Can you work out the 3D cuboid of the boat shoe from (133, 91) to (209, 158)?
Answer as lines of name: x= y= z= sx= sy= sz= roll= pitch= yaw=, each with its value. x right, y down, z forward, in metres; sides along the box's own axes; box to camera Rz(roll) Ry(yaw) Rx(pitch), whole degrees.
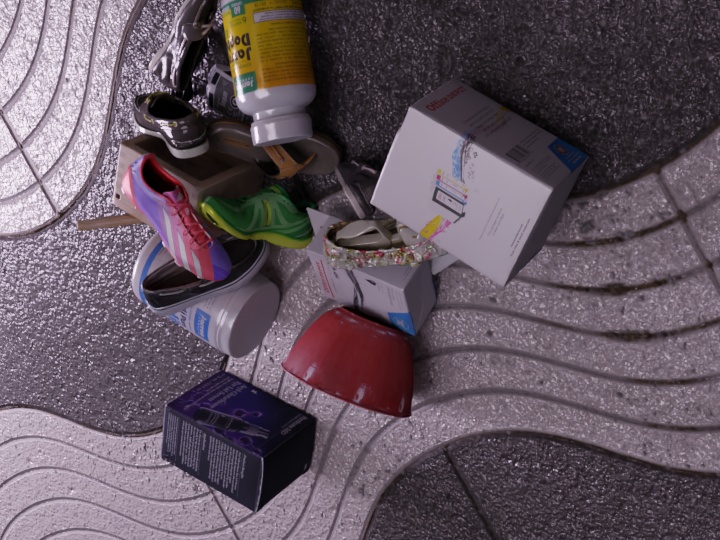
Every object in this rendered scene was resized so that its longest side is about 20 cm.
boat shoe: x=-0.274 y=-0.223 z=1.749 sx=0.201 sy=0.071 sz=0.061 roll=37 pitch=143 yaw=49

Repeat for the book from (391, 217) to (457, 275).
book: x=0.135 y=-0.098 z=1.613 sx=0.199 sy=0.048 sz=0.135 roll=-35 pitch=90 yaw=36

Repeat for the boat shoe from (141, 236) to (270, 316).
boat shoe: x=-0.221 y=-0.001 z=1.762 sx=0.073 sy=0.198 sz=0.071 roll=56 pitch=174 yaw=27

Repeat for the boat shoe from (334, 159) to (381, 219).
boat shoe: x=0.006 y=-0.113 z=1.631 sx=0.056 sy=0.200 sz=0.068 roll=-29 pitch=105 yaw=2

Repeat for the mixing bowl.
mixing bowl: x=-0.001 y=0.118 z=1.719 sx=0.198 sy=0.199 sz=0.110 roll=23 pitch=95 yaw=25

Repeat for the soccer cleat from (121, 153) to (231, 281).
soccer cleat: x=-0.244 y=-0.070 z=1.665 sx=0.200 sy=0.067 sz=0.076 roll=49 pitch=139 yaw=-1

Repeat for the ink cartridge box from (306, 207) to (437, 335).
ink cartridge box: x=0.000 y=0.000 z=1.697 sx=0.198 sy=0.068 sz=0.117 roll=23 pitch=153 yaw=26

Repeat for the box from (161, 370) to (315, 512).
box: x=-0.191 y=0.263 z=1.918 sx=0.198 sy=0.148 sz=0.106 roll=23 pitch=120 yaw=24

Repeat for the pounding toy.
pounding toy: x=-0.276 y=-0.112 z=1.789 sx=0.182 sy=0.199 sz=0.144 roll=29 pitch=123 yaw=22

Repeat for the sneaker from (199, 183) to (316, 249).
sneaker: x=-0.144 y=-0.086 z=1.726 sx=0.074 sy=0.198 sz=0.085 roll=30 pitch=105 yaw=43

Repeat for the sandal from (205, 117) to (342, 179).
sandal: x=-0.124 y=-0.163 z=1.716 sx=0.196 sy=0.055 sz=0.082 roll=13 pitch=144 yaw=-1

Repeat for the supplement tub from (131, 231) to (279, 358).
supplement tub: x=-0.236 y=0.030 z=1.864 sx=0.198 sy=0.131 sz=0.134 roll=29 pitch=123 yaw=23

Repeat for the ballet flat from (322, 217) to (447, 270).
ballet flat: x=0.040 y=-0.043 z=1.594 sx=0.197 sy=0.077 sz=0.064 roll=-11 pitch=142 yaw=13

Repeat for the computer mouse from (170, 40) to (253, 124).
computer mouse: x=-0.191 y=-0.257 z=1.774 sx=0.199 sy=0.044 sz=0.111 roll=33 pitch=120 yaw=26

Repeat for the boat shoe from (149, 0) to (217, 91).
boat shoe: x=-0.232 y=-0.324 z=1.705 sx=0.057 sy=0.067 sz=0.200 roll=43 pitch=139 yaw=-1

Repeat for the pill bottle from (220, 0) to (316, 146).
pill bottle: x=-0.120 y=-0.274 z=1.647 sx=0.111 sy=0.112 sz=0.204 roll=-8 pitch=92 yaw=36

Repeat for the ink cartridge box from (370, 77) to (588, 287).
ink cartridge box: x=0.143 y=-0.111 z=1.489 sx=0.198 sy=0.147 sz=0.146 roll=32 pitch=122 yaw=14
